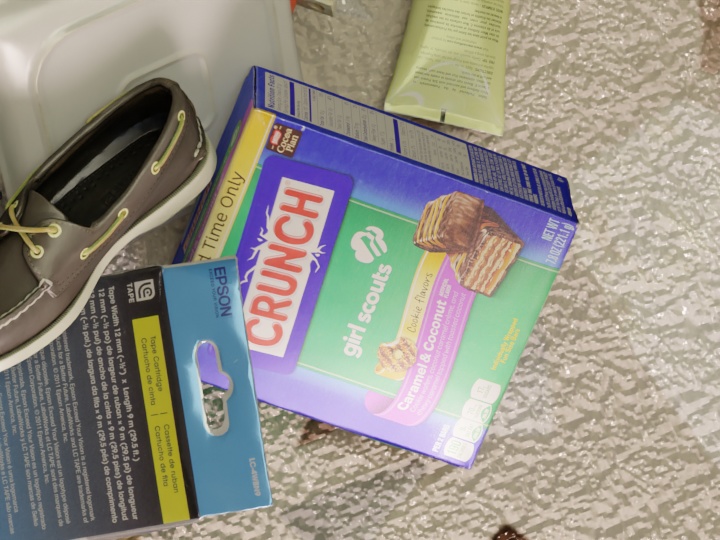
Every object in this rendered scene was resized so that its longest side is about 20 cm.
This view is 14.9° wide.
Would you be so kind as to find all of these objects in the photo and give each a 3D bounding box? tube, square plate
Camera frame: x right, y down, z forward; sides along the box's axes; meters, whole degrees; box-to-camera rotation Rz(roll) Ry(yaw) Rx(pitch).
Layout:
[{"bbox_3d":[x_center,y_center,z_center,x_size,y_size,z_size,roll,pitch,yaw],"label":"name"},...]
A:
[{"bbox_3d":[0.064,-0.186,1.687,0.058,0.052,0.200,3,80,28],"label":"tube"},{"bbox_3d":[-0.115,-0.098,1.556,0.198,0.200,0.028,-27,44,-20],"label":"square plate"}]

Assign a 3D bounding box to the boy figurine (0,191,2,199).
[{"bbox_3d":[-0.288,0.007,1.522,0.200,0.124,0.064,-43,83,9],"label":"boy figurine"}]

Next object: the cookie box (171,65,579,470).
[{"bbox_3d":[0.000,0.000,1.578,0.200,0.075,0.171,19,110,-10],"label":"cookie box"}]

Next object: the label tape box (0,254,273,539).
[{"bbox_3d":[-0.151,0.079,1.527,0.200,0.066,0.143,-10,83,6],"label":"label tape box"}]

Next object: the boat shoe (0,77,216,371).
[{"bbox_3d":[-0.164,-0.025,1.492,0.072,0.061,0.201,31,66,33],"label":"boat shoe"}]

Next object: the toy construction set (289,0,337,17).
[{"bbox_3d":[-0.041,-0.239,1.648,0.131,0.092,0.200,24,64,-10],"label":"toy construction set"}]
